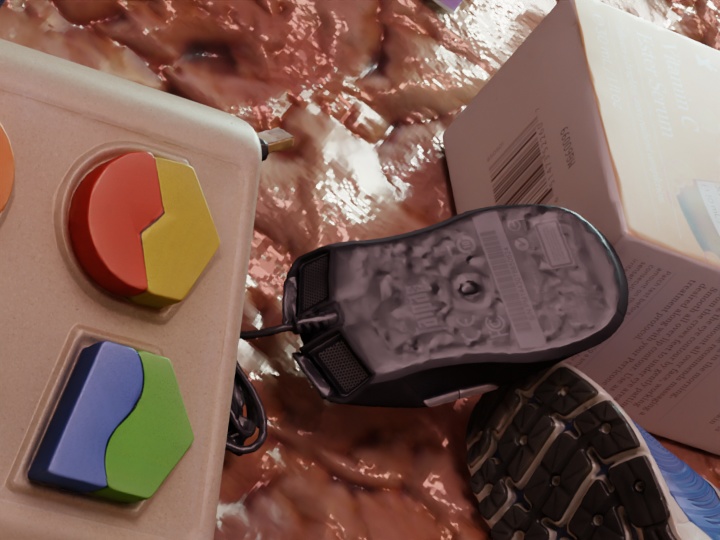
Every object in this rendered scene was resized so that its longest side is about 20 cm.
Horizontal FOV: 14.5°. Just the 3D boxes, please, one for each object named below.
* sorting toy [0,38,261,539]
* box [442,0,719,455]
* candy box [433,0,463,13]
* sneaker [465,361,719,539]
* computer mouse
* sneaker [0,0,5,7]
[{"bbox_3d":[-0.120,0.009,1.013,0.185,0.036,0.201,17,66,-30],"label":"sorting toy"},{"bbox_3d":[0.155,-0.012,1.280,0.199,0.106,0.153,18,42,-29],"label":"box"},{"bbox_3d":[0.017,-0.245,1.424,0.168,0.072,0.200,35,36,-10],"label":"candy box"},{"bbox_3d":[0.122,0.116,1.161,0.200,0.079,0.089,48,13,19],"label":"sneaker"},{"bbox_3d":[0.000,0.000,1.148,0.199,0.046,0.141,-16,64,-20],"label":"computer mouse"},{"bbox_3d":[-0.222,-0.126,1.073,0.115,0.081,0.199,53,39,11],"label":"sneaker"}]
